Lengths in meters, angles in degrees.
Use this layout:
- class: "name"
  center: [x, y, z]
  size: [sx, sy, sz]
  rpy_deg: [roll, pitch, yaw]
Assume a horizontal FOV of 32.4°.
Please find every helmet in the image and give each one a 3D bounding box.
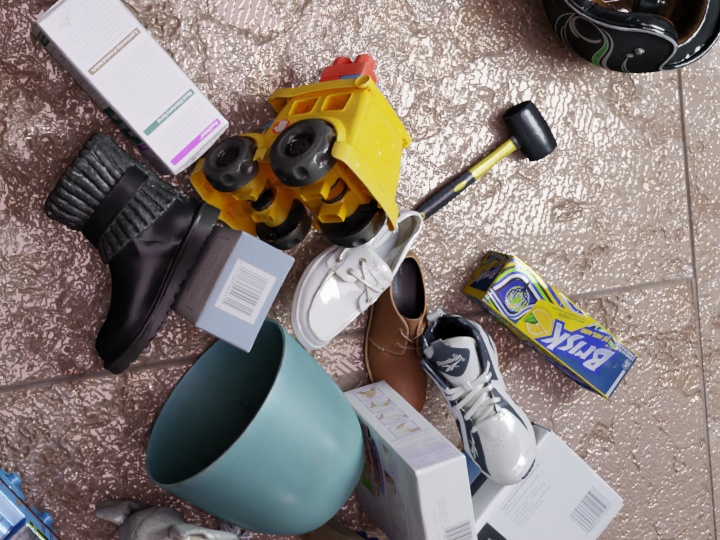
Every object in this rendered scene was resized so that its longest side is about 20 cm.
- class: "helmet"
  center: [0.298, -0.306, 1.341]
  size: [0.200, 0.191, 0.200]
  rpy_deg: [-2, 85, 17]

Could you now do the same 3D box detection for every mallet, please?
- class: "mallet"
  center: [0.136, -0.104, 1.391]
  size: [0.200, 0.041, 0.066]
  rpy_deg: [-44, 108, -4]

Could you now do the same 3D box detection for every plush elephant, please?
- class: "plush elephant"
  center: [-0.196, 0.309, 1.253]
  size: [0.155, 0.165, 0.200]
  rpy_deg: [47, 54, -38]

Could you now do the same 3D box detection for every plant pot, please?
- class: "plant pot"
  center: [-0.092, 0.175, 1.263]
  size: [0.161, 0.201, 0.201]
  rpy_deg: [41, 82, -26]

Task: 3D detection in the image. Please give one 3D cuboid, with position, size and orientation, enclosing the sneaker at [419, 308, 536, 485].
- class: "sneaker"
  center: [0.114, 0.124, 1.306]
  size: [0.079, 0.199, 0.130]
  rpy_deg: [-24, 145, 20]

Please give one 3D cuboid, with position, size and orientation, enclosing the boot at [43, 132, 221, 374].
- class: "boot"
  center: [-0.255, -0.016, 1.249]
  size: [0.158, 0.079, 0.211]
  rpy_deg: [29, 92, -13]

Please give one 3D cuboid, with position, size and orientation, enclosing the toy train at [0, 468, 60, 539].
- class: "toy train"
  center: [-0.369, 0.239, 1.217]
  size: [0.087, 0.114, 0.200]
  rpy_deg: [-41, 105, -11]

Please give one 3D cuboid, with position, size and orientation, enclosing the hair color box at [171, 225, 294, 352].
- class: "hair color box"
  center: [-0.133, 0.013, 1.226]
  size: [0.061, 0.200, 0.099]
  rpy_deg: [28, 86, -17]

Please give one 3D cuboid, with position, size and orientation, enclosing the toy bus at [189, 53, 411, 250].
- class: "toy bus"
  center: [-0.051, -0.133, 1.272]
  size: [0.136, 0.200, 0.192]
  rpy_deg: [49, 47, -45]

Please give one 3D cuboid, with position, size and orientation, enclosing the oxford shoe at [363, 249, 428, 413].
- class: "oxford shoe"
  center: [0.045, 0.073, 1.357]
  size: [0.071, 0.071, 0.200]
  rpy_deg: [-9, 99, -18]

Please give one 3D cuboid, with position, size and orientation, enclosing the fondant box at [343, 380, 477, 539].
- class: "fondant box"
  center: [0.049, 0.219, 1.287]
  size: [0.058, 0.200, 0.144]
  rpy_deg: [-18, 113, -19]

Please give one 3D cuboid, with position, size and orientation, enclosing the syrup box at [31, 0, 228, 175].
- class: "syrup box"
  center: [-0.231, -0.192, 1.243]
  size: [0.081, 0.079, 0.200]
  rpy_deg: [-43, 105, -10]

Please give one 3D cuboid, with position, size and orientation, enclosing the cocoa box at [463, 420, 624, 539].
- class: "cocoa box"
  center: [0.162, 0.278, 1.377]
  size: [0.133, 0.131, 0.200]
  rpy_deg: [43, 82, -17]

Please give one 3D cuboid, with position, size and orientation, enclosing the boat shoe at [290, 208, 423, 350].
- class: "boat shoe"
  center: [0.000, 0.000, 1.273]
  size: [0.071, 0.069, 0.200]
  rpy_deg: [55, 51, -27]

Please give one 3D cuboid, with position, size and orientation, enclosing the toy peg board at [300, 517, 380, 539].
- class: "toy peg board"
  center: [0.017, 0.367, 1.308]
  size: [0.098, 0.200, 0.199]
  rpy_deg: [-2, 95, -24]

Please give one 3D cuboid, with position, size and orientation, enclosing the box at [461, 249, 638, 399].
- class: "box"
  center: [0.216, 0.062, 1.408]
  size: [0.200, 0.070, 0.064]
  rpy_deg: [37, 86, -16]
